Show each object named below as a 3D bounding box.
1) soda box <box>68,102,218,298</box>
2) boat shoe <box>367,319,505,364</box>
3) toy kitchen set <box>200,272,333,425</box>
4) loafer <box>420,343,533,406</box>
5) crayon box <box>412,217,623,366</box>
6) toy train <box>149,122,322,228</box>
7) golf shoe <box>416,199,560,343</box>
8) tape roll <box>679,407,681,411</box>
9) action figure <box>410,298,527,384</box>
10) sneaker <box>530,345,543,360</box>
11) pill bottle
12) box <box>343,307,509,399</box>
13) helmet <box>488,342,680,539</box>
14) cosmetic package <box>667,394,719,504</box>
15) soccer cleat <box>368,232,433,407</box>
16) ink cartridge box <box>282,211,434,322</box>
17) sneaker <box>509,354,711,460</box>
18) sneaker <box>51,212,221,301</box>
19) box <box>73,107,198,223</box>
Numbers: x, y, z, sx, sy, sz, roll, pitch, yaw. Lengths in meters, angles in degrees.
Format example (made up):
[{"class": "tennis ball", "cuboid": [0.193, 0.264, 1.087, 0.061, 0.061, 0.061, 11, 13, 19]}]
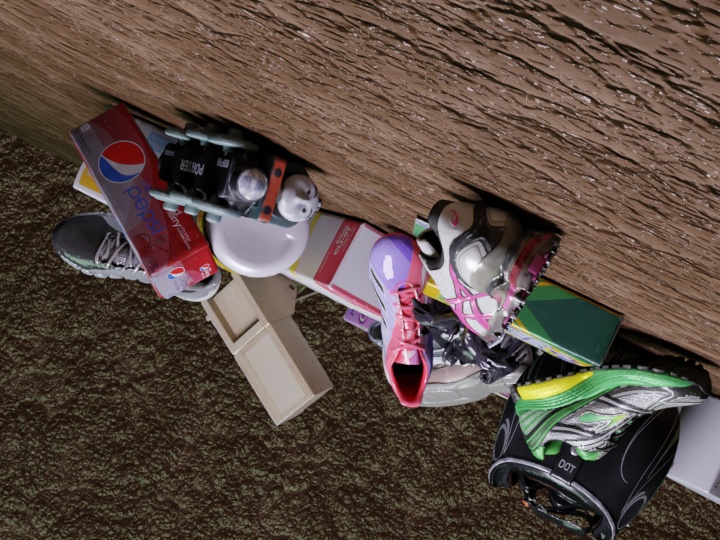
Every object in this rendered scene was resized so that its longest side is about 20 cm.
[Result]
[{"class": "soda box", "cuboid": [-0.224, -0.072, 1.402, 0.201, 0.070, 0.064, 58, 170, 23]}, {"class": "boat shoe", "cuboid": [0.096, 0.065, 1.570, 0.199, 0.072, 0.068, -8, 148, 40]}, {"class": "toy kitchen set", "cuboid": [-0.089, 0.085, 1.677, 0.200, 0.163, 0.181, -22, -104, -50]}, {"class": "loafer", "cuboid": [0.128, 0.118, 1.608, 0.072, 0.063, 0.199, 23, 153, -38]}, {"class": "crayon box", "cuboid": [0.128, 0.023, 1.227, 0.199, 0.052, 0.126, 26, 177, 3]}, {"class": "toy train", "cuboid": [-0.114, -0.083, 1.235, 0.113, 0.086, 0.200, 14, -179, -30]}, {"class": "golf shoe", "cuboid": [0.086, -0.007, 0.975, 0.092, 0.073, 0.200, 31, 167, 8]}, {"class": "tape roll", "cuboid": [0.308, 0.182, 1.678, 0.201, 0.071, 0.202, 10, 180, 0]}, {"class": "action figure", "cuboid": [0.117, 0.054, 1.368, 0.118, 0.102, 0.200, 30, 173, 16]}, {"class": "sneaker", "cuboid": [0.234, 0.095, 1.600, 0.088, 0.078, 0.200, -5, 179, -7]}, {"class": "pill bottle", "cuboid": [-0.119, -0.049, 1.461, 0.109, 0.110, 0.200, 26, 176, -10]}, {"class": "box", "cuboid": [0.111, 0.076, 1.770, 0.175, 0.097, 0.200, 29, 175, -35]}, {"class": "helmet", "cuboid": [0.238, 0.165, 1.408, 0.199, 0.191, 0.200, 27, 155, 14]}, {"class": "cosmetic package", "cuboid": [0.417, 0.212, 1.520, 0.071, 0.102, 0.200, 22, 176, 41]}, {"class": "soccer cleat", "cuboid": [0.047, 0.051, 1.400, 0.066, 0.201, 0.077, -6, -140, -1]}, {"class": "ink cartridge box", "cuboid": [0.000, 0.000, 1.539, 0.145, 0.084, 0.200, 28, 176, -26]}, {"class": "sneaker", "cuboid": [0.235, 0.127, 1.254, 0.199, 0.086, 0.078, -18, 173, 40]}, {"class": "sneaker", "cuboid": [-0.245, -0.021, 1.519, 0.199, 0.076, 0.115, 16, 173, -12]}, {"class": "box", "cuboid": [-0.221, -0.095, 1.580, 0.112, 0.102, 0.200, 24, 176, 28]}]
